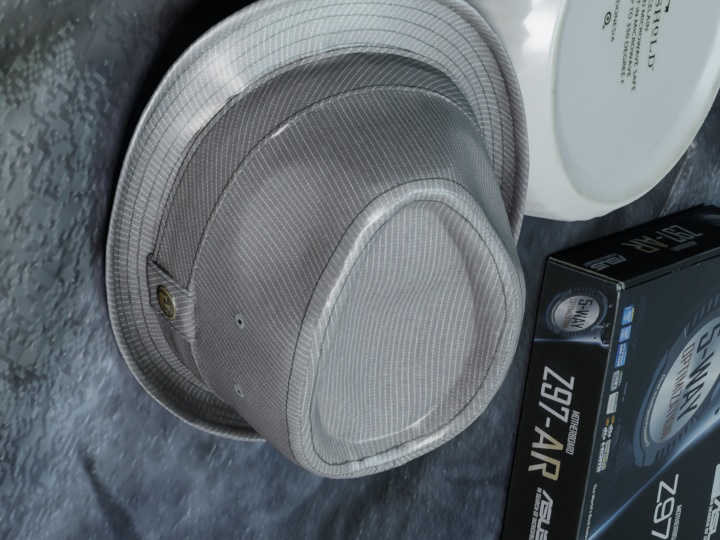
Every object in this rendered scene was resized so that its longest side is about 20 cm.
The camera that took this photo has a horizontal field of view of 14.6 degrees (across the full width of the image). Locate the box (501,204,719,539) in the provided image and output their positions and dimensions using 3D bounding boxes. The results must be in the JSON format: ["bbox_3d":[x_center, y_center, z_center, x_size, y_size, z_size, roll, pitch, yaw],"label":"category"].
[{"bbox_3d":[0.136,0.078,1.401,0.160,0.043,0.200,-16,120,-52],"label":"box"}]

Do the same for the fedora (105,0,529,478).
[{"bbox_3d":[0.000,0.000,1.045,0.177,0.090,0.200,-8,128,-26],"label":"fedora"}]

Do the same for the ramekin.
[{"bbox_3d":[0.082,-0.112,1.163,0.202,0.094,0.203,-33,132,-44],"label":"ramekin"}]
